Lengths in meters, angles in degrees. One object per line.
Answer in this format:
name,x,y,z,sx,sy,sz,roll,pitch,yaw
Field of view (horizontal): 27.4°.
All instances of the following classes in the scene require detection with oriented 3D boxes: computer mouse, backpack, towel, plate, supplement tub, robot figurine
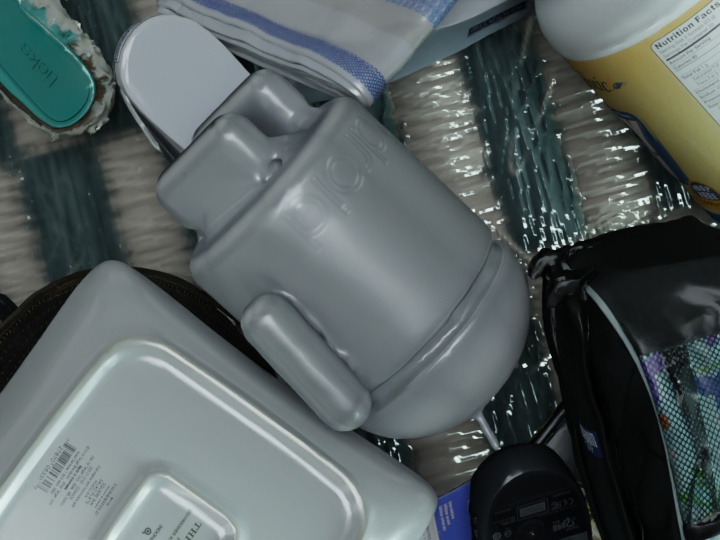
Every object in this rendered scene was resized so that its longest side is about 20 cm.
computer mouse,0.084,0.168,0.736,0.058,0.034,0.201,-12,117,-13
backpack,0.165,0.081,0.661,0.149,0.178,0.202,-11,97,0
towel,0.002,-0.182,0.759,0.146,0.024,0.200,28,73,30
plate,-0.087,0.121,0.647,0.199,0.032,0.200,36,68,-3
supplement tub,0.176,-0.125,0.711,0.200,0.145,0.145,43,86,-21
robot figurine,0.000,0.000,0.696,0.200,0.113,0.170,42,44,-12

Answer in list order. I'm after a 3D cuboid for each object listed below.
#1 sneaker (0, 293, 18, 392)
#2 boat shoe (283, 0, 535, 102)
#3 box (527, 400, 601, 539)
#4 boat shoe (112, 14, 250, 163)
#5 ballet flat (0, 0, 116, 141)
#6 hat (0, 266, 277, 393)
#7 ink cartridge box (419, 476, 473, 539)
sneaker,-0.196,0.075,0.763,0.079,0.077,0.201,-30,86,7
boat shoe,0.039,-0.153,0.786,0.199,0.074,0.066,-25,81,-12
box,0.180,0.133,0.768,0.200,0.046,0.159,40,87,4
boat shoe,-0.055,-0.049,0.775,0.200,0.068,0.072,45,80,-15
ballet flat,-0.202,-0.150,0.776,0.072,0.072,0.200,-40,97,-3
hat,-0.093,0.089,0.719,0.199,0.081,0.202,10,72,-32
ink cartridge box,-0.020,0.179,0.721,0.199,0.042,0.120,-25,122,-20
